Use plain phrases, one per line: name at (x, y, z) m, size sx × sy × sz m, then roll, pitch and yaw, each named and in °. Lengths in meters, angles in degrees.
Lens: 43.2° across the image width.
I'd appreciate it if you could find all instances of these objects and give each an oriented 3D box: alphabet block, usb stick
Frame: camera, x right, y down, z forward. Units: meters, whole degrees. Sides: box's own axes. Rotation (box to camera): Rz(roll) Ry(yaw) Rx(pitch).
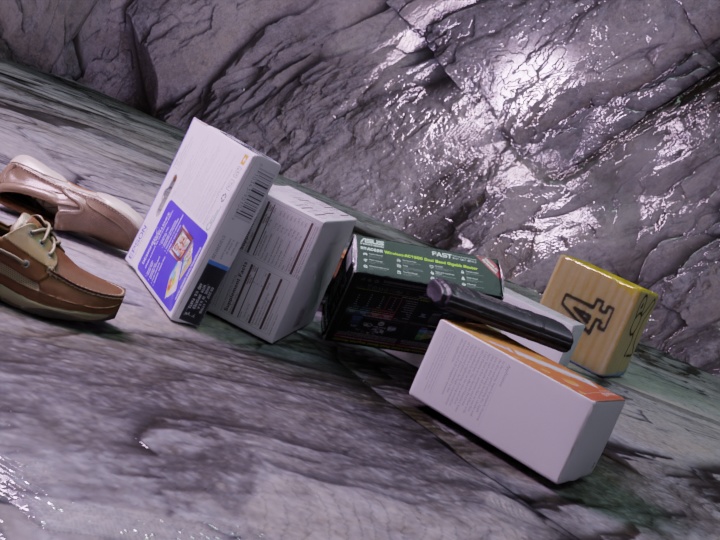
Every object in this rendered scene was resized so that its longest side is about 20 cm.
alphabet block at (0.509, 0.100, 1.991) m, size 0.195 × 0.202 × 0.195 m, roll 27°, pitch 8°, yaw 28°
usb stick at (0.168, 0.054, 1.079) m, size 0.198 × 0.033 × 0.056 m, roll 20°, pitch 15°, yaw -25°

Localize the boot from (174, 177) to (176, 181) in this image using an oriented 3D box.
boot at (-0.214, -0.101, 1.492) m, size 0.199 × 0.077 × 0.156 m, roll -4°, pitch 57°, yaw -49°

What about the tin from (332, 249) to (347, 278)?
tin at (0.000, 0.000, 1.362) m, size 0.198 × 0.042 × 0.112 m, roll 19°, pitch 3°, yaw -7°

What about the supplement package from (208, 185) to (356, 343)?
supplement package at (-0.100, -0.015, 1.127) m, size 0.110 × 0.157 × 0.200 m, roll 26°, pitch 8°, yaw 8°

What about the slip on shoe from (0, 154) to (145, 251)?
slip on shoe at (-0.358, -0.071, 1.129) m, size 0.199 × 0.076 × 0.061 m, roll 31°, pitch 47°, yaw -5°

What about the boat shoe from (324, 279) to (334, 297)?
boat shoe at (-0.063, 0.013, 1.436) m, size 0.198 × 0.067 × 0.057 m, roll 16°, pitch 28°, yaw -13°

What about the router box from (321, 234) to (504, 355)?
router box at (0.063, 0.038, 1.151) m, size 0.198 × 0.150 × 0.063 m, roll 10°, pitch 50°, yaw -14°

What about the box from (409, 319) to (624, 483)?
box at (0.178, 0.144, 1.037) m, size 0.199 × 0.098 × 0.124 m, roll 28°, pitch 9°, yaw 30°

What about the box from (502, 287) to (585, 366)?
box at (0.314, 0.107, 1.753) m, size 0.199 × 0.098 × 0.124 m, roll 26°, pitch 8°, yaw 23°

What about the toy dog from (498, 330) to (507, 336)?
toy dog at (0.182, 0.064, 1.341) m, size 0.200 × 0.096 × 0.132 m, roll 48°, pitch 17°, yaw -32°

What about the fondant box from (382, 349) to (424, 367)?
fondant box at (0.058, 0.077, 1.343) m, size 0.143 × 0.059 × 0.200 m, roll 25°, pitch 7°, yaw 13°

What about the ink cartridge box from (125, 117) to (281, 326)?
ink cartridge box at (-0.186, -0.062, 1.040) m, size 0.043 × 0.200 × 0.200 m, roll 24°, pitch 7°, yaw -35°

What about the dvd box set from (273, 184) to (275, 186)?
dvd box set at (-0.172, -0.131, 1.486) m, size 0.200 × 0.029 × 0.146 m, roll 44°, pitch 12°, yaw -2°

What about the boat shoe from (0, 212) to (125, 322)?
boat shoe at (-0.305, -0.013, 0.813) m, size 0.198 × 0.075 × 0.076 m, roll 21°, pitch 8°, yaw -19°
